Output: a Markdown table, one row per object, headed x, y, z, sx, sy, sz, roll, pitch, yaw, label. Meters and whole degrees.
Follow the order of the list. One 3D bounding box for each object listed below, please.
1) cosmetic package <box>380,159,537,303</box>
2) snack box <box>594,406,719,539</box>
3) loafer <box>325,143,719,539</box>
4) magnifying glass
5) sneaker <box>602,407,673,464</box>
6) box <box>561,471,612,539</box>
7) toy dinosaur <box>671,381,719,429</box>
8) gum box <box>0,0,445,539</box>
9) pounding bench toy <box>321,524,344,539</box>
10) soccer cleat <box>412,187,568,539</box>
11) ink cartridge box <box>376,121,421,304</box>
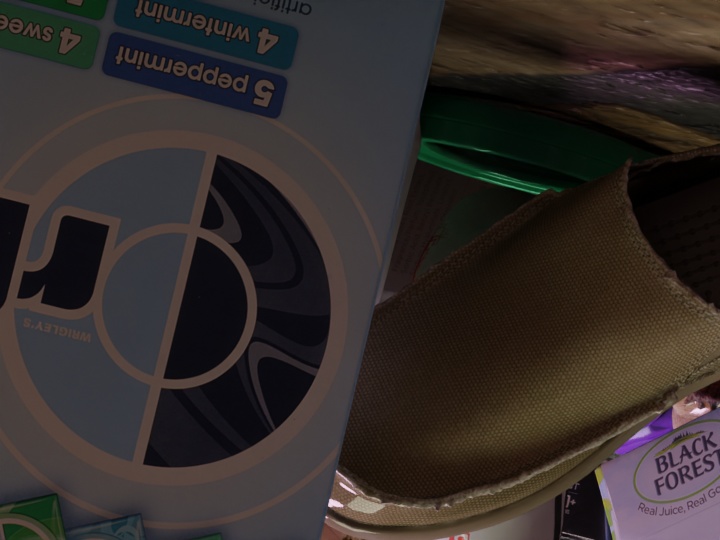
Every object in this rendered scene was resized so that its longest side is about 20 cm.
| x | y | z | sx | sy | sz | roll | pitch | yaw | label |
| --- | --- | --- | --- | --- | --- | --- | --- | --- | --- |
| 0.000 | 0.000 | 1.043 | 0.199 | 0.074 | 0.102 | 14 | 150 | 17 | cosmetic package |
| 0.197 | 0.057 | 0.877 | 0.200 | 0.053 | 0.142 | -30 | 148 | 32 | snack box |
| 0.068 | 0.007 | 0.758 | 0.200 | 0.076 | 0.067 | -28 | 157 | -7 | loafer |
| 0.105 | -0.026 | 0.937 | 0.199 | 0.022 | 0.080 | 17 | 175 | -15 | magnifying glass |
| 0.108 | 0.056 | 1.124 | 0.199 | 0.070 | 0.100 | 2 | 136 | -5 | sneaker |
| 0.161 | 0.096 | 1.256 | 0.199 | 0.086 | 0.164 | 13 | 175 | 15 | box |
| 0.163 | 0.034 | 0.995 | 0.199 | 0.086 | 0.136 | -11 | 156 | -34 | toy dinosaur |
| -0.083 | 0.003 | 0.714 | 0.169 | 0.201 | 0.045 | 15 | 174 | -7 | gum box |
| -0.101 | 0.024 | 0.959 | 0.156 | 0.124 | 0.200 | -19 | 122 | 42 | pounding bench toy |
| 0.043 | 0.028 | 0.866 | 0.068 | 0.200 | 0.085 | 9 | 131 | 5 | soccer cleat |
| -0.086 | -0.043 | 0.831 | 0.199 | 0.086 | 0.148 | 16 | 174 | 4 | ink cartridge box |
